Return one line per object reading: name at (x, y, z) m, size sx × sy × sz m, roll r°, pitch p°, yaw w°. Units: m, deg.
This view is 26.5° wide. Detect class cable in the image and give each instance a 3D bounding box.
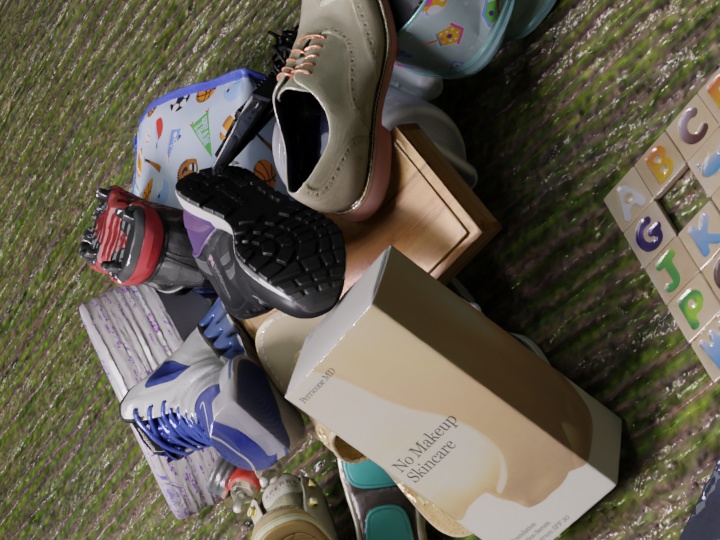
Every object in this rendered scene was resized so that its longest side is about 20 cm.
cable at (-0.065, 0.120, 1.207) m, size 0.098 × 0.050 × 0.200 m, roll -57°, pitch -2°, yaw 28°

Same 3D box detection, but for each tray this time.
tray at (0.000, 0.000, 1.097) m, size 0.099 × 0.037 × 0.200 m, roll 51°, pitch 119°, yaw 15°

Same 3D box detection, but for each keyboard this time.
keyboard at (-0.071, -0.146, 1.157) m, size 0.104 × 0.039 × 0.200 m, roll -53°, pitch 4°, yaw 22°

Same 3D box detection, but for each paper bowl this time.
paper bowl at (-0.153, 0.099, 1.296) m, size 0.202 × 0.104 × 0.201 m, roll 59°, pitch 168°, yaw 21°

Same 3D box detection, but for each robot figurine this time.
robot figurine at (0.005, -0.090, 1.190) m, size 0.200 × 0.113 × 0.171 m, roll 30°, pitch 88°, yaw 51°

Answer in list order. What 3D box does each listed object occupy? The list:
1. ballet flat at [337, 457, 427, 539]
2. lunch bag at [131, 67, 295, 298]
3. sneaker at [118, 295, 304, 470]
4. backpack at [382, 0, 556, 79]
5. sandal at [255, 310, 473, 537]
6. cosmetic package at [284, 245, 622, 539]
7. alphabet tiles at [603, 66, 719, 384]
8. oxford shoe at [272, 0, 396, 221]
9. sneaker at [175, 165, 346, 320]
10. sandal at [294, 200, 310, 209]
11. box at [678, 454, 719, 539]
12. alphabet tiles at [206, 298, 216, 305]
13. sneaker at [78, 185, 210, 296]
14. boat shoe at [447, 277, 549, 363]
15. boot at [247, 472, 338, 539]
ballet flat at (0.019, 0.159, 1.115) m, size 0.069 × 0.069 × 0.203 m, roll 1°, pitch 93°, yaw 52°
lunch bag at (-0.131, -0.068, 1.342) m, size 0.199 × 0.123 × 0.172 m, roll -10°, pitch 72°, yaw 42°
sneaker at (-0.113, 0.105, 1.116) m, size 0.115 × 0.081 × 0.200 m, roll -41°, pitch 22°, yaw 6°
backpack at (0.063, -0.242, 1.130) m, size 0.175 × 0.153 × 0.201 m, roll 28°, pitch 91°, yaw 51°
sandal at (0.007, 0.102, 1.047) m, size 0.212 × 0.070 × 0.078 m, roll 43°, pitch 99°, yaw 7°
cosmetic package at (0.062, 0.089, 0.987) m, size 0.105 × 0.199 × 0.071 m, roll -48°, pitch 12°, yaw 32°
alphabet tiles at (0.249, -0.057, 0.954) m, size 0.200 × 0.007 × 0.168 m, roll -52°, pitch 43°, yaw 29°
oxford shoe at (-0.022, -0.138, 1.047) m, size 0.070 × 0.073 × 0.202 m, roll -17°, pitch 71°, yaw 40°
sneaker at (-0.063, 0.000, 1.066) m, size 0.200 × 0.075 × 0.088 m, roll 42°, pitch 143°, yaw 54°
sandal at (-0.009, 0.040, 1.166) m, size 0.075 × 0.045 × 0.202 m, roll -15°, pitch 95°, yaw 44°
box at (0.259, 0.190, 0.772) m, size 0.200 × 0.117 × 0.198 m, roll 39°, pitch 110°, yaw 51°
alphabet tiles at (-0.089, -0.028, 1.380) m, size 0.200 × 0.006 × 0.167 m, roll -51°, pitch 44°, yaw 29°
sneaker at (-0.170, -0.022, 1.241) m, size 0.200 × 0.097 × 0.072 m, roll 24°, pitch 99°, yaw 67°
boat shoe at (0.072, 0.055, 1.100) m, size 0.075 × 0.061 × 0.200 m, roll -59°, pitch 40°, yaw 21°
boot at (-0.047, 0.203, 1.117) m, size 0.071 × 0.201 × 0.155 m, roll -20°, pitch 41°, yaw -1°
